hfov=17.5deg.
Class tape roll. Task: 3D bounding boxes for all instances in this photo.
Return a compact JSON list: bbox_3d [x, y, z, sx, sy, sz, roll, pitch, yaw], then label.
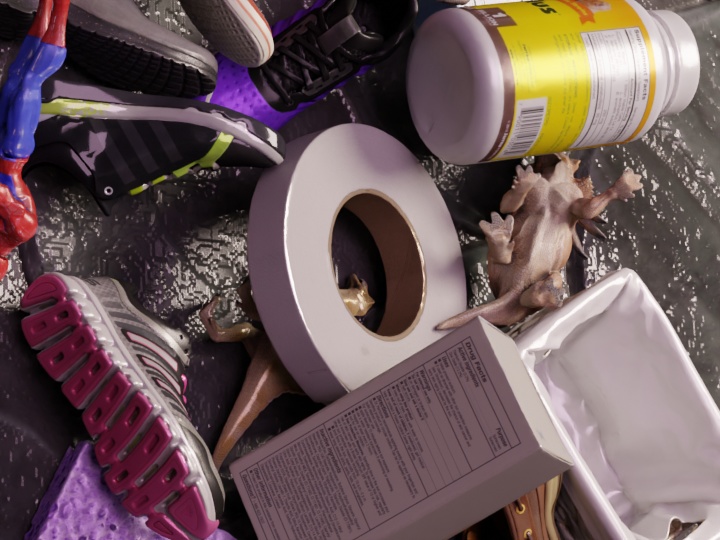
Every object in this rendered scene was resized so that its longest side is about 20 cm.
[{"bbox_3d":[0.000,0.000,1.606,0.202,0.037,0.204,20,64,-48],"label":"tape roll"}]

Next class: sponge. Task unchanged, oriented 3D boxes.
[{"bbox_3d":[-0.128,0.210,1.522,0.200,0.030,0.112,36,61,-19],"label":"sponge"}]

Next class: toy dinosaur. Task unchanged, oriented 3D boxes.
[{"bbox_3d":[0.126,-0.016,1.686,0.086,0.136,0.200,30,73,3],"label":"toy dinosaur"},{"bbox_3d":[-0.058,0.050,1.590,0.101,0.058,0.200,49,58,-13],"label":"toy dinosaur"}]

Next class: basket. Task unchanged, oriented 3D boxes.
[{"bbox_3d":[0.167,0.121,1.669,0.135,0.123,0.200,-33,95,-33],"label":"basket"}]

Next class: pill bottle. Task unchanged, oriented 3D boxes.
[{"bbox_3d":[0.139,-0.138,1.650,0.199,0.109,0.110,-9,82,-31],"label":"pill bottle"}]

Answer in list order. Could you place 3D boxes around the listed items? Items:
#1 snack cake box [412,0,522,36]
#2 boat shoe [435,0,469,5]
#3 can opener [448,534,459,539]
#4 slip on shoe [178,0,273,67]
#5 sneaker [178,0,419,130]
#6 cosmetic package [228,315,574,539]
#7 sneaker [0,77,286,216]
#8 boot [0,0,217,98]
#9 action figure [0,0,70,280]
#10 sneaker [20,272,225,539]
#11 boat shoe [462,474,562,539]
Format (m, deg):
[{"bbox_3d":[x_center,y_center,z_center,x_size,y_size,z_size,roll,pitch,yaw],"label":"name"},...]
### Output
[{"bbox_3d":[0.094,-0.225,1.747,0.115,0.067,0.201,-6,81,-30],"label":"snack cake box"},{"bbox_3d":[0.018,-0.273,1.675,0.200,0.072,0.076,40,21,12],"label":"boat shoe"},{"bbox_3d":[0.043,0.212,1.618,0.063,0.079,0.201,-4,73,8],"label":"can opener"},{"bbox_3d":[-0.108,-0.228,1.601,0.061,0.074,0.200,-24,71,-21],"label":"slip on shoe"},{"bbox_3d":[-0.038,-0.152,1.626,0.200,0.099,0.070,-36,97,-30],"label":"sneaker"},{"bbox_3d":[0.025,0.128,1.525,0.073,0.200,0.104,34,29,-62],"label":"cosmetic package"},{"bbox_3d":[-0.151,-0.075,1.550,0.199,0.072,0.083,9,87,-4],"label":"sneaker"},{"bbox_3d":[-0.173,-0.206,1.571,0.199,0.070,0.132,23,66,-18],"label":"boot"},{"bbox_3d":[-0.243,-0.092,1.474,0.099,0.065,0.201,4,101,-23],"label":"action figure"},{"bbox_3d":[-0.136,0.081,1.510,0.087,0.074,0.200,-16,66,-51],"label":"sneaker"},{"bbox_3d":[0.099,0.190,1.604,0.067,0.072,0.201,-24,119,-38],"label":"boat shoe"}]
